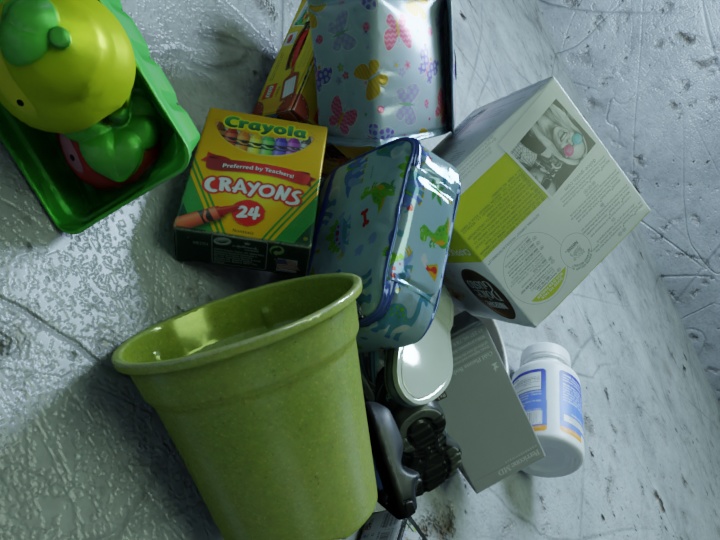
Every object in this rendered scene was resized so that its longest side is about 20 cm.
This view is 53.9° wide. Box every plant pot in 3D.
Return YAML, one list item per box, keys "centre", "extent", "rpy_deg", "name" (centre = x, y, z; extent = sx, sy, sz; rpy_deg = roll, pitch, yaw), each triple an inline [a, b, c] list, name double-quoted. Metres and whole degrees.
- centre: [-0.071, 0.120, 0.573]
  extent: [0.200, 0.200, 0.185]
  rpy_deg: [-35, 111, -59]
  name: "plant pot"

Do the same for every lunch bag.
- centre: [0.008, -0.020, 0.695]
  extent: [0.082, 0.161, 0.200]
  rpy_deg: [28, 65, -33]
  name: "lunch bag"
- centre: [0.048, -0.236, 0.823]
  extent: [0.200, 0.127, 0.170]
  rpy_deg: [-19, 112, -48]
  name: "lunch bag"

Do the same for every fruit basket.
- centre: [-0.220, -0.139, 0.518]
  extent: [0.216, 0.155, 0.216]
  rpy_deg: [55, 18, -28]
  name: "fruit basket"

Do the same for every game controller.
- centre: [0.014, 0.177, 0.687]
  extent: [0.104, 0.042, 0.200]
  rpy_deg: [63, -12, 7]
  name: "game controller"

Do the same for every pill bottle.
- centre: [0.295, 0.215, 1.127]
  extent: [0.112, 0.112, 0.200]
  rpy_deg: [49, 35, -27]
  name: "pill bottle"

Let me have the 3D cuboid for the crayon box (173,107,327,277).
- centre: [-0.103, -0.093, 0.710]
  extent: [0.127, 0.051, 0.200]
  rpy_deg: [8, 51, -5]
  name: "crayon box"

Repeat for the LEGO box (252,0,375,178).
- centre: [-0.029, -0.236, 0.888]
  extent: [0.149, 0.077, 0.200]
  rpy_deg: [36, 66, -41]
  name: "LEGO box"

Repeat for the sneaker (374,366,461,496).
- centre: [0.060, 0.175, 0.769]
  extent: [0.079, 0.075, 0.200]
  rpy_deg: [52, -17, 40]
  name: "sneaker"

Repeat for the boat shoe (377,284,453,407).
- centre: [0.052, 0.077, 0.728]
  extent: [0.073, 0.062, 0.200]
  rpy_deg: [47, 30, -16]
  name: "boat shoe"

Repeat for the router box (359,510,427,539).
- centre: [0.035, 0.360, 0.686]
  extent: [0.149, 0.051, 0.200]
  rpy_deg: [58, 32, -18]
  name: "router box"

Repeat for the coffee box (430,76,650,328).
- centre: [0.171, -0.074, 0.852]
  extent: [0.200, 0.200, 0.198]
  rpy_deg: [-44, 102, -11]
  name: "coffee box"

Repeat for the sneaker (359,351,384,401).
- centre: [0.047, 0.142, 0.816]
  extent: [0.200, 0.086, 0.078]
  rpy_deg: [56, 33, -17]
  name: "sneaker"

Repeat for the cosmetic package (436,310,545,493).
- centre: [0.140, 0.164, 0.897]
  extent: [0.200, 0.107, 0.090]
  rpy_deg: [62, -3, -8]
  name: "cosmetic package"

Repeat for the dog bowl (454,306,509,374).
- centre: [0.148, 0.110, 1.021]
  extent: [0.200, 0.059, 0.200]
  rpy_deg: [37, 42, -41]
  name: "dog bowl"
